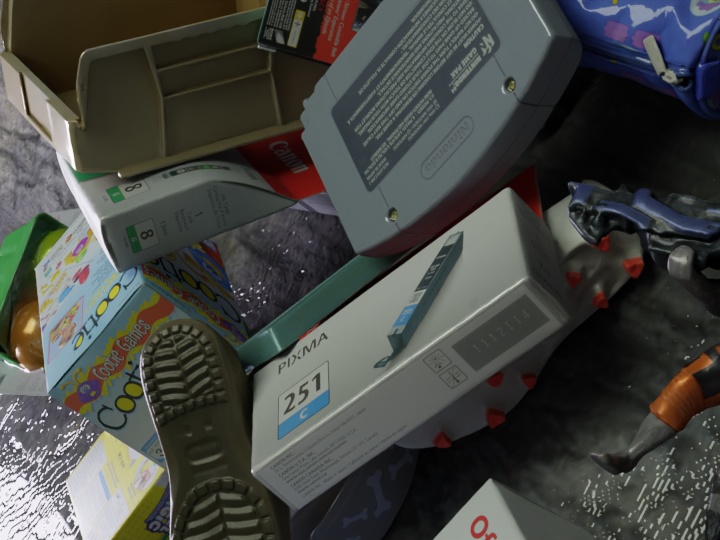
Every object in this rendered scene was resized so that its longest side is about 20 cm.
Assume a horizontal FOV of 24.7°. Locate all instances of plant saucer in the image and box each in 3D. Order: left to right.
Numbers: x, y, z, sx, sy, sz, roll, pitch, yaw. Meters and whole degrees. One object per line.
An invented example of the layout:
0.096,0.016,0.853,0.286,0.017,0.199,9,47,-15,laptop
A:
0.000,0.000,1.048,0.200,0.019,0.070,-39,3,-32,plant saucer

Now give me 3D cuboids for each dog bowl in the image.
-0.040,0.122,1.074,0.200,0.058,0.201,-33,41,34,dog bowl

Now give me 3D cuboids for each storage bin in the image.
-0.140,-0.156,1.167,0.200,0.197,0.094,39,140,56,storage bin

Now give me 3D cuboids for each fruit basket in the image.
-0.241,0.027,1.422,0.199,0.094,0.187,-1,62,36,fruit basket

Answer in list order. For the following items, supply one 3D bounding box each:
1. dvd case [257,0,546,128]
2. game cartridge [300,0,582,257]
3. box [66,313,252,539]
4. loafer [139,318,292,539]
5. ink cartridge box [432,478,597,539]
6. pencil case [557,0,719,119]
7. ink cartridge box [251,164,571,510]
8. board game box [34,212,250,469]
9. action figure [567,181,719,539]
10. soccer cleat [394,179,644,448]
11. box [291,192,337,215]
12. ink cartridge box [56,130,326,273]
0.046,-0.189,1.062,0.022,0.198,0.147,-75,1,-75,dvd case
0.044,-0.105,0.974,0.200,0.041,0.134,-47,60,36,game cartridge
-0.137,0.119,1.219,0.201,0.048,0.117,-53,31,12,box
-0.076,0.126,0.984,0.075,0.067,0.202,-11,88,20,loafer
0.053,0.230,0.835,0.200,0.084,0.145,-49,33,13,ink cartridge box
0.146,-0.151,0.965,0.199,0.079,0.087,27,43,34,pencil case
0.023,0.023,0.961,0.199,0.045,0.177,-37,27,20,ink cartridge box
-0.157,0.031,1.172,0.105,0.103,0.200,-48,26,11,board game box
0.187,0.027,0.810,0.199,0.105,0.194,21,75,32,action figure
0.088,0.029,0.978,0.200,0.069,0.078,-43,27,13,soccer cleat
0.011,-0.116,1.218,0.199,0.041,0.157,9,71,57,box
-0.101,-0.079,1.148,0.199,0.050,0.161,-23,28,-11,ink cartridge box
